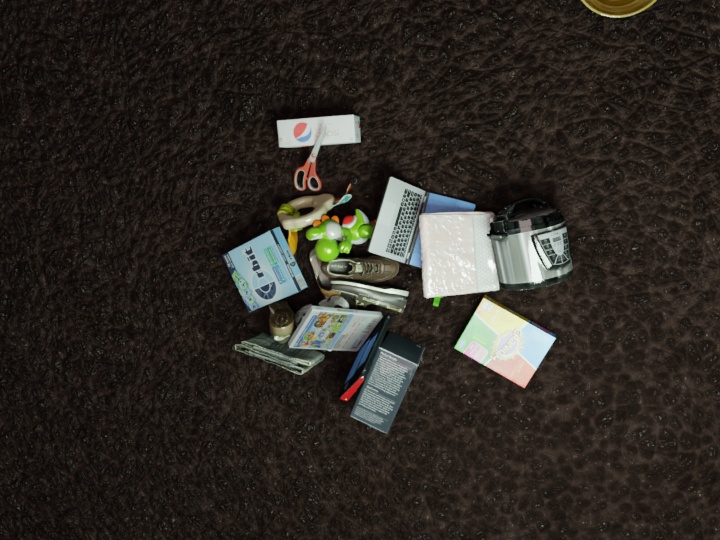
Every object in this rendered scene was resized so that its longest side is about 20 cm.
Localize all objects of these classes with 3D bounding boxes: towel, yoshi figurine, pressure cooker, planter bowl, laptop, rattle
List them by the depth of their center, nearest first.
[{"bbox_3d":[0.558,-0.643,1.413,0.200,0.083,0.201,2,100,12],"label":"planter bowl"},{"bbox_3d":[0.386,-0.066,1.508,0.178,0.176,0.201,-10,96,16],"label":"pressure cooker"},{"bbox_3d":[0.237,-0.040,1.567,0.190,0.032,0.201,-4,93,-10],"label":"towel"},{"bbox_3d":[0.147,-0.104,1.568,0.116,0.200,0.188,16,90,51],"label":"laptop"},{"bbox_3d":[-0.033,-0.072,1.611,0.199,0.112,0.113,-5,141,-11],"label":"yoshi figurine"},{"bbox_3d":[-0.101,-0.125,1.667,0.200,0.130,0.143,-20,107,-11],"label":"rattle"},{"bbox_3d":[-0.201,0.205,1.679,0.192,0.200,0.035,20,97,10],"label":"towel"}]

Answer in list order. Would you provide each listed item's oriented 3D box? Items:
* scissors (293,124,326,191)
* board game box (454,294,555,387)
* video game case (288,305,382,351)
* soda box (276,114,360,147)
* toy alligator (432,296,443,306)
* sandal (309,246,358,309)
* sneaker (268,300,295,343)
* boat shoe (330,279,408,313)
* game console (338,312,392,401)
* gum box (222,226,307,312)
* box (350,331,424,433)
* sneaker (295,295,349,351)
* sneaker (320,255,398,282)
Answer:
[{"bbox_3d":[-0.126,-0.278,1.627,0.073,0.014,0.200,15,132,6],"label":"scissors"},{"bbox_3d":[0.357,0.175,1.627,0.200,0.040,0.153,29,105,7],"label":"board game box"},{"bbox_3d":[-0.061,0.146,1.613,0.143,0.200,0.018,-56,41,35],"label":"video game case"},{"bbox_3d":[-0.103,-0.346,1.629,0.199,0.064,0.068,-1,99,14],"label":"soda box"},{"bbox_3d":[0.210,-0.001,1.622,0.059,0.054,0.200,17,103,9],"label":"toy alligator"},{"bbox_3d":[-0.075,0.029,1.693,0.082,0.055,0.200,-24,94,16],"label":"sandal"},{"bbox_3d":[-0.199,0.148,1.678,0.067,0.200,0.090,-8,107,-9],"label":"sneaker"},{"bbox_3d":[0.020,0.064,1.646,0.201,0.072,0.061,10,92,-7],"label":"boat shoe"},{"bbox_3d":[0.011,0.215,1.613,0.031,0.200,0.177,27,145,-1],"label":"game console"},{"bbox_3d":[-0.251,0.000,1.698,0.200,0.045,0.170,-22,95,38],"label":"gum box"},{"bbox_3d":[0.070,0.279,1.656,0.107,0.148,0.200,25,104,7],"label":"box"},{"bbox_3d":[-0.076,0.145,1.680,0.199,0.080,0.130,-20,111,41],"label":"sneaker"},{"bbox_3d":[0.000,0.000,1.639,0.199,0.076,0.071,-1,97,-4],"label":"sneaker"}]
